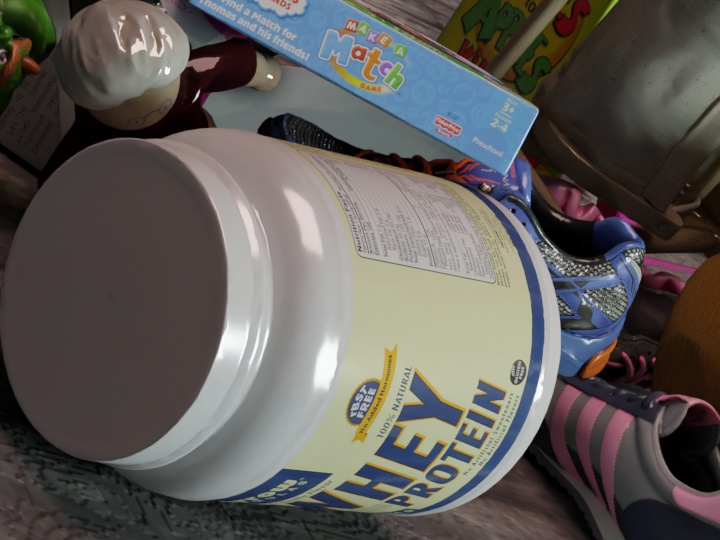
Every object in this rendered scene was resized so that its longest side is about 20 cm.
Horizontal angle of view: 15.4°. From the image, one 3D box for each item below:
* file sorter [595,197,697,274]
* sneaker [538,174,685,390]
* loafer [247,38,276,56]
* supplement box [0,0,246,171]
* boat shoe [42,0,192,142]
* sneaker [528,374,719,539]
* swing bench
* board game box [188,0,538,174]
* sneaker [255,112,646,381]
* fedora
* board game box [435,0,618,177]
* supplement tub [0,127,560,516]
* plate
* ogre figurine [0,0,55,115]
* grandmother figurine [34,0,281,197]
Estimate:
[{"bbox_3d":[0.213,-0.072,1.547,0.125,0.200,0.139,13,15,10],"label":"file sorter"},{"bbox_3d":[0.140,0.037,1.449,0.200,0.079,0.095,33,46,-15],"label":"sneaker"},{"bbox_3d":[-0.123,-0.142,1.448,0.200,0.071,0.073,11,62,-27],"label":"loafer"},{"bbox_3d":[-0.165,-0.131,1.283,0.200,0.103,0.101,34,18,3],"label":"supplement box"},{"bbox_3d":[-0.104,-0.095,1.170,0.060,0.200,0.076,-3,42,1],"label":"boat shoe"},{"bbox_3d":[0.136,0.081,1.290,0.070,0.082,0.200,16,26,-39],"label":"sneaker"},{"bbox_3d":[0.191,-0.095,1.384,0.200,0.199,0.130,17,34,-44],"label":"swing bench"},{"bbox_3d":[-0.005,-0.103,1.195,0.151,0.037,0.200,28,5,-8],"label":"board game box"},{"bbox_3d":[0.043,-0.027,1.220,0.200,0.078,0.075,24,30,-17],"label":"sneaker"},{"bbox_3d":[0.198,0.053,1.350,0.082,0.201,0.201,13,12,21],"label":"fedora"},{"bbox_3d":[0.089,-0.109,1.489,0.048,0.200,0.102,16,26,-41],"label":"board game box"},{"bbox_3d":[-0.030,0.022,1.069,0.200,0.145,0.145,10,30,-49],"label":"supplement tub"},{"bbox_3d":[-0.014,-0.065,1.412,0.200,0.026,0.200,9,22,-3],"label":"plate"},{"bbox_3d":[-0.202,-0.101,1.152,0.120,0.098,0.200,41,26,-12],"label":"ogre figurine"},{"bbox_3d":[-0.083,-0.054,1.106,0.061,0.121,0.200,42,-11,19],"label":"grandmother figurine"}]
